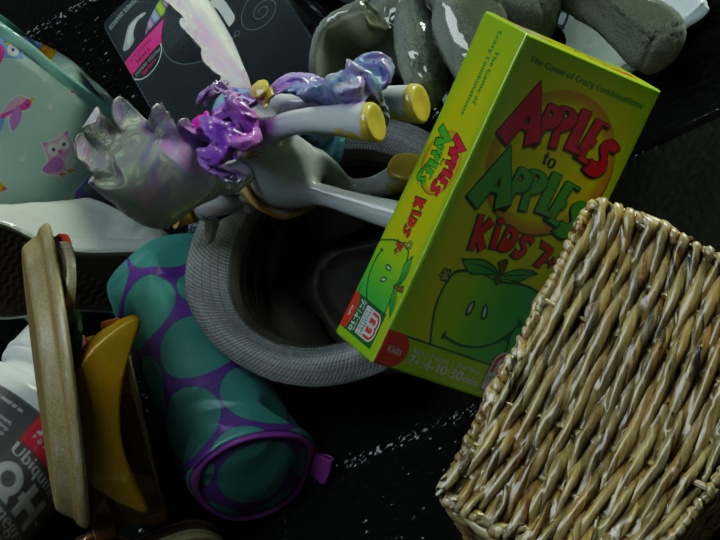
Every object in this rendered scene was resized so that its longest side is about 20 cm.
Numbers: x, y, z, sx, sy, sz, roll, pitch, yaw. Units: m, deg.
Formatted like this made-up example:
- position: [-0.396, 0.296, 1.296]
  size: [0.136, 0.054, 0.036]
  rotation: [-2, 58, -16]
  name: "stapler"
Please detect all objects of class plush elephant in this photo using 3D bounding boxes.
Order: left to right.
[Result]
- position: [0.061, -0.145, 1.660]
  size: [0.165, 0.200, 0.155]
  rotation: [-36, -8, -28]
  name: "plush elephant"

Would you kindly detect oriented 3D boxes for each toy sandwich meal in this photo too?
- position: [-0.159, 0.068, 1.662]
  size: [0.070, 0.205, 0.205]
  rotation: [-7, 48, -8]
  name: "toy sandwich meal"

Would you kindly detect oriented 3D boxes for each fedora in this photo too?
- position: [0.000, 0.000, 1.680]
  size: [0.200, 0.090, 0.177]
  rotation: [5, 68, 37]
  name: "fedora"

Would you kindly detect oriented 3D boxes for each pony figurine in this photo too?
- position: [-0.062, -0.078, 1.587]
  size: [0.200, 0.193, 0.167]
  rotation: [-1, 53, 30]
  name: "pony figurine"

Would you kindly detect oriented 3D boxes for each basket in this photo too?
- position: [0.150, 0.085, 1.511]
  size: [0.143, 0.149, 0.200]
  rotation: [25, 79, 15]
  name: "basket"

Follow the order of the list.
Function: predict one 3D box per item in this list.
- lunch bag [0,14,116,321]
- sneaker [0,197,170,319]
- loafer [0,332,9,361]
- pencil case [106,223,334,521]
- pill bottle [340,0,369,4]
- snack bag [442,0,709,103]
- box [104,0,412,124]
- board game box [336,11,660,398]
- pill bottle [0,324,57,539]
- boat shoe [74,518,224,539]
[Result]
- position: [-0.257, -0.082, 1.884]
  size: [0.170, 0.200, 0.122]
  rotation: [-52, 42, 3]
  name: "lunch bag"
- position: [-0.216, -0.013, 1.831]
  size: [0.085, 0.200, 0.073]
  rotation: [-112, 34, -61]
  name: "sneaker"
- position: [-0.292, 0.129, 1.886]
  size: [0.063, 0.072, 0.200]
  rotation: [35, 96, 29]
  name: "loafer"
- position: [-0.092, 0.063, 1.725]
  size: [0.200, 0.092, 0.085]
  rotation: [-115, 34, -43]
  name: "pencil case"
- position: [0.026, -0.279, 1.823]
  size: [0.112, 0.112, 0.200]
  rotation: [24, 75, 47]
  name: "pill bottle"
- position: [0.121, -0.167, 1.736]
  size: [0.189, 0.021, 0.200]
  rotation: [-40, 45, 15]
  name: "snack bag"
- position: [-0.068, -0.125, 1.814]
  size: [0.122, 0.106, 0.200]
  rotation: [-44, 43, 10]
  name: "box"
- position: [0.077, -0.033, 1.542]
  size: [0.048, 0.101, 0.200]
  rotation: [39, 106, 56]
  name: "board game box"
- position: [-0.243, 0.129, 1.773]
  size: [0.111, 0.111, 0.200]
  rotation: [7, 49, 44]
  name: "pill bottle"
- position: [-0.165, 0.192, 1.719]
  size: [0.200, 0.072, 0.072]
  rotation: [-33, 47, 30]
  name: "boat shoe"
